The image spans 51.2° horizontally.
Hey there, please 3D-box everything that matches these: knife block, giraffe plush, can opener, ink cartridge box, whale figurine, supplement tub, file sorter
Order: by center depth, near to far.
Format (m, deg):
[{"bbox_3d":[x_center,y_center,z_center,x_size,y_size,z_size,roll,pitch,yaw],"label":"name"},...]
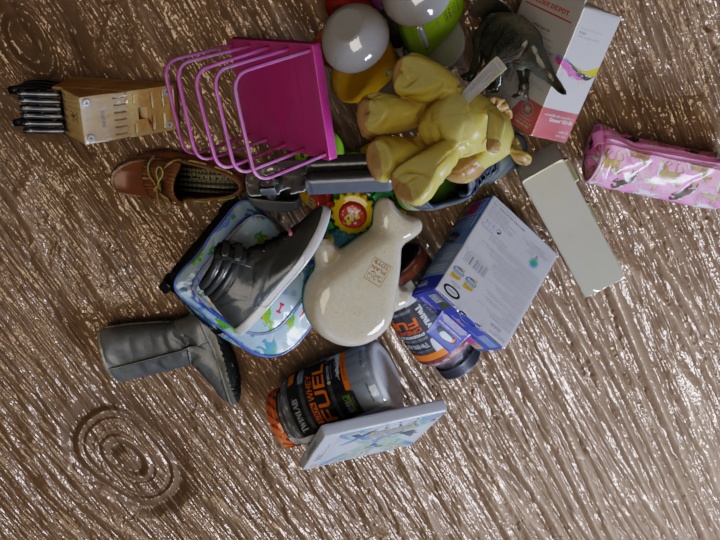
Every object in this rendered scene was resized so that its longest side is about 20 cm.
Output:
[{"bbox_3d":[0.118,-0.167,0.908,0.198,0.161,0.175,-23,74,28],"label":"giraffe plush"},{"bbox_3d":[0.241,-0.278,0.932,0.067,0.117,0.202,3,121,-30],"label":"ink cartridge box"},{"bbox_3d":[-0.144,-0.205,0.943,0.124,0.199,0.141,-25,120,-32],"label":"file sorter"},{"bbox_3d":[-0.052,-0.113,0.975,0.197,0.054,0.067,-2,147,6],"label":"can opener"},{"bbox_3d":[0.000,0.000,1.014,0.158,0.104,0.202,29,91,-23],"label":"whale figurine"},{"bbox_3d":[0.166,0.018,1.046,0.136,0.076,0.201,39,68,-13],"label":"ink cartridge box"},{"bbox_3d":[-0.378,-0.234,1.052,0.198,0.175,0.065,-19,125,-36],"label":"knife block"},{"bbox_3d":[0.099,0.067,1.119,0.106,0.107,0.201,-31,109,18],"label":"supplement tub"},{"bbox_3d":[-0.042,0.200,1.185,0.198,0.123,0.123,-26,111,15],"label":"supplement tub"}]

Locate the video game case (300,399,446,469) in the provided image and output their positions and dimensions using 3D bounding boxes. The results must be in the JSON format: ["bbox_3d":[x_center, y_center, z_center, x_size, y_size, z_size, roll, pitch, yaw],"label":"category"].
[{"bbox_3d":[0.016,0.257,1.168,0.197,0.022,0.183,-9,154,-20],"label":"video game case"}]

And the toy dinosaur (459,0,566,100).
[{"bbox_3d":[0.176,-0.269,0.903,0.076,0.201,0.103,-7,129,-19],"label":"toy dinosaur"}]

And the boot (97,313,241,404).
[{"bbox_3d":[-0.307,0.152,1.214,0.197,0.073,0.184,-17,99,5],"label":"boot"}]

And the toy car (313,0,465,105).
[{"bbox_3d":[0.029,-0.307,0.934,0.199,0.175,0.151,-35,67,6],"label":"toy car"}]

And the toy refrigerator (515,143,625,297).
[{"bbox_3d":[0.297,-0.071,1.055,0.069,0.076,0.201,-29,109,17],"label":"toy refrigerator"}]

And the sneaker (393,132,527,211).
[{"bbox_3d":[0.146,-0.128,1.017,0.198,0.081,0.075,-29,114,-10],"label":"sneaker"}]

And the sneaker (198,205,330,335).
[{"bbox_3d":[-0.127,-0.023,0.961,0.099,0.071,0.201,40,90,-15],"label":"sneaker"}]

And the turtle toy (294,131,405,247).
[{"bbox_3d":[-0.020,-0.112,1.047,0.145,0.101,0.201,-29,110,17],"label":"turtle toy"}]

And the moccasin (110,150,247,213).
[{"bbox_3d":[-0.261,-0.126,1.074,0.198,0.078,0.075,7,116,2],"label":"moccasin"}]

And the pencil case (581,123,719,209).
[{"bbox_3d":[0.398,-0.139,1.011,0.197,0.083,0.088,11,117,1],"label":"pencil case"}]

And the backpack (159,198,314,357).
[{"bbox_3d":[-0.150,0.021,1.074,0.200,0.147,0.184,42,80,-20],"label":"backpack"}]
